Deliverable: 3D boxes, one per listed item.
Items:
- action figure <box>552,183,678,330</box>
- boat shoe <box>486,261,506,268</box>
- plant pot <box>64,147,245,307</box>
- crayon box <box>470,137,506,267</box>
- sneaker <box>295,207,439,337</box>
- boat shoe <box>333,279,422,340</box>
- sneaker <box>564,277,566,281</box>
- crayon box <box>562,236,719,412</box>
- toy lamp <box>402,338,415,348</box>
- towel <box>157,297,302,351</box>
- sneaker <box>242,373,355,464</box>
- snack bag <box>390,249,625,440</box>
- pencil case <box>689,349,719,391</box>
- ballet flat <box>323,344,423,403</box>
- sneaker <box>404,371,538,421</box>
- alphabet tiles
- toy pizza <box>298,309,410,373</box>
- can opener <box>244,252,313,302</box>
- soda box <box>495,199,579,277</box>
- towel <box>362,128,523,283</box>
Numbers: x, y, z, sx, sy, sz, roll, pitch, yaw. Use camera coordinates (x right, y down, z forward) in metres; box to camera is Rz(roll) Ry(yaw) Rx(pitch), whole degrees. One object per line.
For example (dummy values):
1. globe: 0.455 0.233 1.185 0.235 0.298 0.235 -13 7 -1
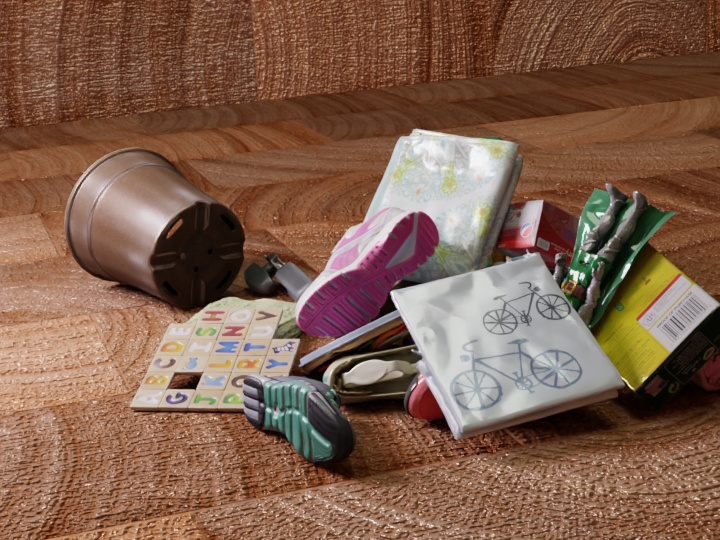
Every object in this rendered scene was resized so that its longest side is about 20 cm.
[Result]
1. action figure: 0.245 0.004 1.495 0.055 0.200 0.118 34 -8 -37
2. boat shoe: 0.133 0.037 1.726 0.070 0.071 0.200 10 26 24
3. plant pot: -0.274 -0.048 1.919 0.200 0.200 0.198 -15 28 -36
4. crayon box: 0.155 -0.068 1.842 0.058 0.200 0.119 1 17 15
5. sneaker: 0.000 0.000 1.654 0.200 0.081 0.088 -40 28 -7
6. boat shoe: 0.034 0.035 1.742 0.200 0.071 0.069 -14 21 -29
7. sneaker: 0.240 0.047 1.647 0.131 0.080 0.200 1 17 20
8. crayon box: 0.299 0.044 1.485 0.051 0.127 0.200 37 10 -35
9. toy lamp: 0.148 0.098 1.534 0.200 0.058 0.058 -4 16 7
10. towel: -0.150 0.072 1.718 0.148 0.037 0.200 2 17 20
11. sneaker: -0.042 0.138 1.403 0.088 0.074 0.200 -7 15 -30
12. snack bag: 0.142 0.072 1.420 0.189 0.021 0.200 -14 51 -18
13. pencil case: 0.340 0.068 1.532 0.083 0.087 0.200 -19 24 -26
14. ballet flat: 0.057 0.107 1.480 0.200 0.070 0.069 -10 15 5
15. sneaker: 0.145 0.121 1.424 0.200 0.074 0.087 -13 37 -10
16. alphabet tiles: -0.156 0.099 1.586 0.167 0.008 0.200 -1 31 11
17. toy pizza: 0.023 0.074 1.579 0.200 0.032 0.200 -26 -3 -2
18. can opener: -0.098 0.023 1.877 0.066 0.053 0.200 -43 24 -9
19. soda box: 0.262 -0.023 1.728 0.200 0.063 0.070 24 -18 -36
20. towel: 0.096 -0.078 1.712 0.171 0.200 0.048 11 -19 34
